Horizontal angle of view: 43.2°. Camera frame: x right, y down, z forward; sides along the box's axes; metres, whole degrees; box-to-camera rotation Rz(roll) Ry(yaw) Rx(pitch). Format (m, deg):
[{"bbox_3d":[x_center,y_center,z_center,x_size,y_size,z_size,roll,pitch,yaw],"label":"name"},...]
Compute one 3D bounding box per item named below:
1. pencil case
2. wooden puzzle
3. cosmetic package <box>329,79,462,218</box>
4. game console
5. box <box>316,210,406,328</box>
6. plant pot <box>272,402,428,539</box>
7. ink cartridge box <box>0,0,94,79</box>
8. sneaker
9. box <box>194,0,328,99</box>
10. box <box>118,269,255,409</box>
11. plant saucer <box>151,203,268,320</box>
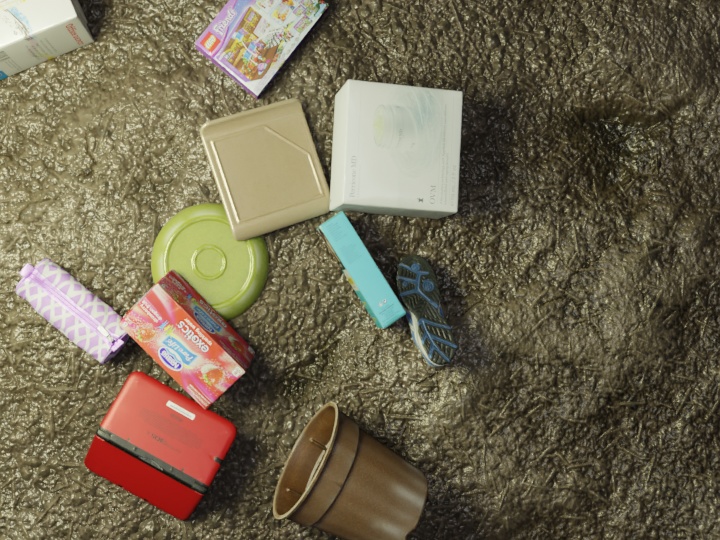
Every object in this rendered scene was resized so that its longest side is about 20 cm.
[{"bbox_3d":[-0.460,0.067,1.471,0.199,0.085,0.084,38,86,-4],"label":"pencil case"},{"bbox_3d":[-0.157,-0.170,1.530,0.183,0.037,0.203,-19,95,-19],"label":"wooden puzzle"},{"bbox_3d":[0.057,-0.197,1.515,0.197,0.123,0.203,3,87,-11],"label":"cosmetic package"},{"bbox_3d":[-0.326,0.287,1.483,0.198,0.119,0.174,30,73,-6],"label":"game console"},{"bbox_3d":[0.000,0.000,1.531,0.049,0.082,0.201,-33,92,-6],"label":"box"},{"bbox_3d":[-0.009,0.351,1.474,0.197,0.200,0.202,31,85,-12],"label":"plant pot"},{"bbox_3d":[-0.550,-0.410,1.440,0.198,0.147,0.146,-24,91,-7],"label":"ink cartridge box"},{"bbox_3d":[0.103,0.072,1.549,0.075,0.077,0.203,-10,72,-10],"label":"sneaker"},{"bbox_3d":[-0.166,-0.412,1.542,0.136,0.039,0.201,39,85,-5],"label":"box"},{"bbox_3d":[-0.277,0.110,1.470,0.100,0.096,0.200,-42,98,13],"label":"box"},{"bbox_3d":[-0.252,-0.013,1.526,0.197,0.031,0.204,0,88,-8],"label":"plant saucer"}]
